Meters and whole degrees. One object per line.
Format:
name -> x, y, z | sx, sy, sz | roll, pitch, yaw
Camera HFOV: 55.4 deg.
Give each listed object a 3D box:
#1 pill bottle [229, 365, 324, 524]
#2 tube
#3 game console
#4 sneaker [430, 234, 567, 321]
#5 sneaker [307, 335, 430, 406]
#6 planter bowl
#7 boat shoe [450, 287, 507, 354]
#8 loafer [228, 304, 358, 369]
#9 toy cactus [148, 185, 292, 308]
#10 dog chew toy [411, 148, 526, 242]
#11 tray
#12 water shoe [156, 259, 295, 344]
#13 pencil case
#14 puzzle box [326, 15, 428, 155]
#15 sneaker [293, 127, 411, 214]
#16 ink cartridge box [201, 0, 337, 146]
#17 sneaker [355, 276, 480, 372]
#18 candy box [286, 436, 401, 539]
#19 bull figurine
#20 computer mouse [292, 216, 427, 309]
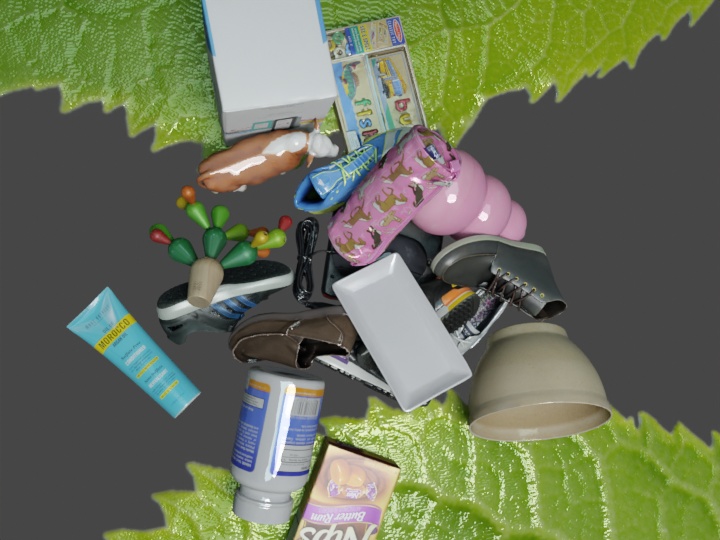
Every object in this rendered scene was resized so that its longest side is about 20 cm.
pill bottle -> -0.121, 0.241, 0.960 | 0.112, 0.112, 0.201 | 11, 88, -9
tube -> -0.313, 0.120, 0.967 | 0.200, 0.050, 0.077 | 44, 75, -1
game console -> 0.040, -0.045, 1.037 | 0.176, 0.031, 0.201 | 9, 87, -6
sneaker -> 0.199, 0.013, 0.953 | 0.199, 0.075, 0.106 | 0, 49, -27
sneaker -> 0.026, 0.129, 1.008 | 0.199, 0.076, 0.088 | 28, 79, -8
planter bowl -> 0.250, 0.158, 0.998 | 0.199, 0.200, 0.135 | 3, 61, -9
boat shoe -> 0.157, 0.085, 1.030 | 0.200, 0.069, 0.072 | -41, 95, -8
loafer -> -0.096, 0.100, 0.951 | 0.199, 0.073, 0.071 | -14, 50, 18
toy cactus -> -0.201, -0.030, 0.941 | 0.199, 0.102, 0.166 | 8, 55, -3
dog chew toy -> 0.158, -0.092, 0.985 | 0.199, 0.124, 0.125 | 25, 85, -25
tray -> 0.053, 0.081, 0.918 | 0.107, 0.022, 0.200 | -26, 71, -15
water shoe -> -0.188, 0.044, 0.985 | 0.199, 0.072, 0.079 | -15, 121, -13
pencil case -> 0.040, -0.094, 0.898 | 0.083, 0.087, 0.200 | 32, 120, -24
puzzle box -> 0.021, -0.273, 1.037 | 0.133, 0.025, 0.201 | -16, 91, -10
sneaker -> -0.009, -0.128, 0.944 | 0.200, 0.105, 0.076 | -30, 93, 24
ink cartridge box -> -0.127, -0.268, 0.924 | 0.145, 0.200, 0.147 | -11, 91, -11
sneaker -> 0.070, 0.068, 0.988 | 0.200, 0.070, 0.090 | -28, 50, -13
candy box -> -0.031, 0.360, 1.001 | 0.116, 0.056, 0.201 | 21, 87, -9
bull figurine -> -0.133, -0.156, 0.960 | 0.199, 0.121, 0.065 | -16, 92, -9
computer mouse -> 0.000, 0.000, 0.977 | 0.199, 0.046, 0.141 | 11, 74, -9
